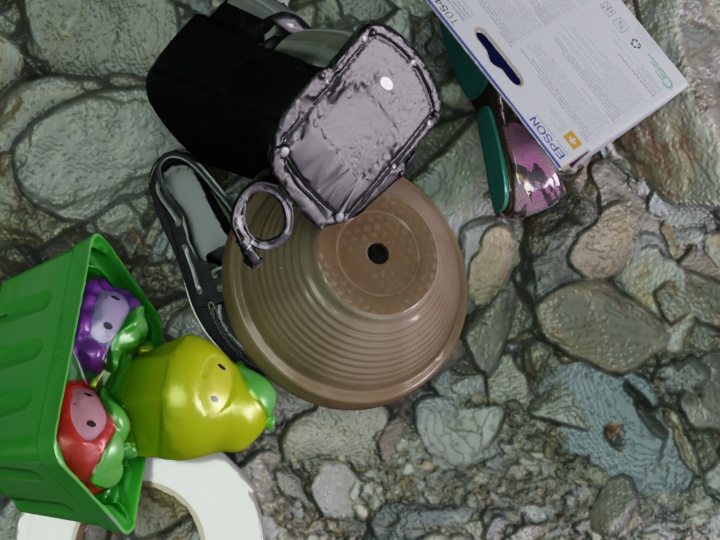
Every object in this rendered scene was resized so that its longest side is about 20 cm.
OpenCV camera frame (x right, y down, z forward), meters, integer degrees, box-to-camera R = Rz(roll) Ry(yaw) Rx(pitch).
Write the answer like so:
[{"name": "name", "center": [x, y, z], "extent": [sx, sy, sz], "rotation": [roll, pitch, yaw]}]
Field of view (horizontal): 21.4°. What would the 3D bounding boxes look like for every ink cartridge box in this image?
[{"name": "ink cartridge box", "center": [0.138, -0.180, 1.489], "extent": [0.200, 0.043, 0.197], "rotation": [-32, 82, -43]}]

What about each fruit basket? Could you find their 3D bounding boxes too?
[{"name": "fruit basket", "center": [-0.173, 0.089, 1.444], "extent": [0.214, 0.156, 0.217], "rotation": [-12, 52, 15]}]

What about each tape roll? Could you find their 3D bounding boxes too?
[{"name": "tape roll", "center": [-0.173, 0.220, 1.505], "extent": [0.201, 0.037, 0.204], "rotation": [0, 83, 2]}]

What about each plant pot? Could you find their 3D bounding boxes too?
[{"name": "plant pot", "center": [0.000, 0.000, 1.468], "extent": [0.200, 0.093, 0.202], "rotation": [6, 72, -19]}]

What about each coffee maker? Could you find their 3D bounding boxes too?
[{"name": "coffee maker", "center": [-0.072, -0.117, 1.423], "extent": [0.191, 0.200, 0.135], "rotation": [-30, 120, -25]}]

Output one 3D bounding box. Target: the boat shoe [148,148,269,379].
[{"name": "boat shoe", "center": [-0.113, -0.005, 1.517], "extent": [0.072, 0.063, 0.201], "rotation": [-26, 84, -2]}]

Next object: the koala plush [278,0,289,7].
[{"name": "koala plush", "center": [-0.035, -0.311, 1.517], "extent": [0.199, 0.184, 0.178], "rotation": [-31, 66, 15]}]

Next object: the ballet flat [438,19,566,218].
[{"name": "ballet flat", "center": [0.118, -0.142, 1.532], "extent": [0.071, 0.069, 0.201], "rotation": [-13, 82, -18]}]
